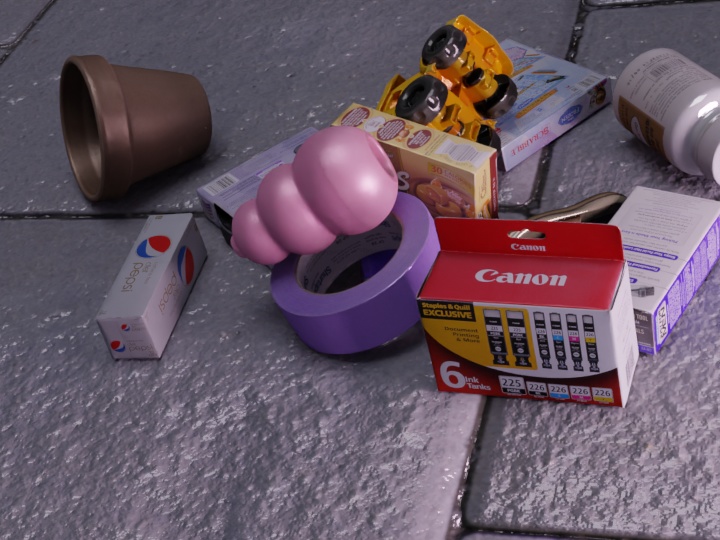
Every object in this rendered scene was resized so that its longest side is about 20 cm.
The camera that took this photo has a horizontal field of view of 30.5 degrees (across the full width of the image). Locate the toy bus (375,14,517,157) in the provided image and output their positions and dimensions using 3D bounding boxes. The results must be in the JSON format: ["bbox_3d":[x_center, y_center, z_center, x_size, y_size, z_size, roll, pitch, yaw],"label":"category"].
[{"bbox_3d":[0.083,-0.201,1.681,0.192,0.136,0.200,-12,49,49],"label":"toy bus"}]

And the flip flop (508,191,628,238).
[{"bbox_3d":[0.229,-0.026,1.485,0.200,0.081,0.058,-22,51,-17],"label":"flip flop"}]

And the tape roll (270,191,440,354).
[{"bbox_3d":[0.000,0.000,1.495,0.200,0.066,0.200,-21,35,15],"label":"tape roll"}]

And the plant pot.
[{"bbox_3d":[-0.307,-0.206,1.828,0.175,0.200,0.200,-13,33,-26],"label":"plant pot"}]

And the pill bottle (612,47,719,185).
[{"bbox_3d":[0.400,-0.179,1.578,0.114,0.114,0.200,-24,37,-11],"label":"pill bottle"}]

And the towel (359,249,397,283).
[{"bbox_3d":[0.067,-0.007,1.551,0.144,0.023,0.200,-12,37,5],"label":"towel"}]

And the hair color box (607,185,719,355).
[{"bbox_3d":[0.309,-0.004,1.428,0.109,0.065,0.200,15,44,33],"label":"hair color box"}]

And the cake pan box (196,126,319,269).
[{"bbox_3d":[-0.089,-0.096,1.701,0.200,0.052,0.184,-32,38,-21],"label":"cake pan box"}]

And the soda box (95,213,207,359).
[{"bbox_3d":[-0.249,0.016,1.594,0.064,0.068,0.200,-3,38,16],"label":"soda box"}]

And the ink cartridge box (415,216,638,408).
[{"bbox_3d":[0.166,0.041,1.326,0.200,0.176,0.084,2,40,23],"label":"ink cartridge box"}]

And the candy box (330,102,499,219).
[{"bbox_3d":[0.064,-0.113,1.557,0.200,0.115,0.055,22,49,27],"label":"candy box"}]

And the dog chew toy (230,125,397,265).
[{"bbox_3d":[-0.059,-0.075,1.478,0.200,0.125,0.125,-31,34,14],"label":"dog chew toy"}]

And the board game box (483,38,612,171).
[{"bbox_3d":[0.197,-0.226,1.773,0.200,0.041,0.199,-33,41,-22],"label":"board game box"}]
